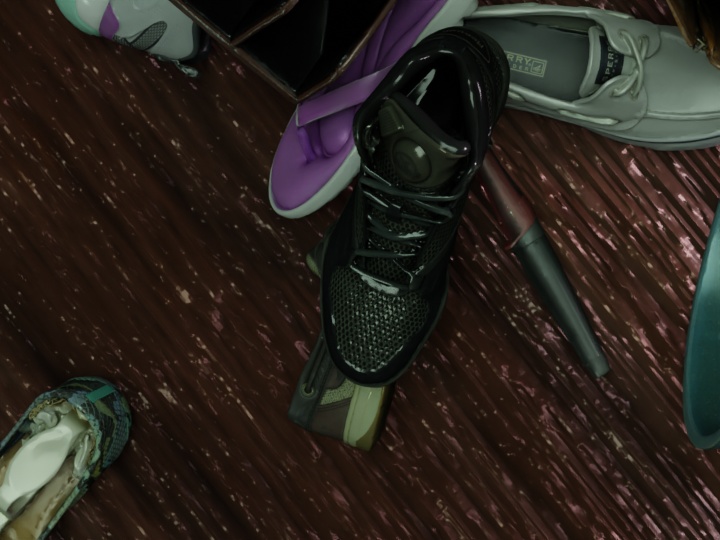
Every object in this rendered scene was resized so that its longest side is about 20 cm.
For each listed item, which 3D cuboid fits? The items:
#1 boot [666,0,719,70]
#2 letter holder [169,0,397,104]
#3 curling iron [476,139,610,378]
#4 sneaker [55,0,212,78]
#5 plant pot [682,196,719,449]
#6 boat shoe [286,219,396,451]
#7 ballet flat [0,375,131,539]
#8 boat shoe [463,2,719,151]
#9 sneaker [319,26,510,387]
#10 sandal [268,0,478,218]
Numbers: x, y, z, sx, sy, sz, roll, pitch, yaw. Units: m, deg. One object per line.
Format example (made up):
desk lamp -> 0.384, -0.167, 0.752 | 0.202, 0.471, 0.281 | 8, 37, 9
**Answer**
boot -> 0.165, -0.186, 0.911 | 0.199, 0.156, 0.077 | 39, 131, -11
letter holder -> 0.005, -0.204, 0.891 | 0.100, 0.142, 0.201 | 38, 73, -14
curling iron -> 0.089, -0.024, 0.987 | 0.025, 0.050, 0.201 | -25, 103, 17
sneaker -> -0.078, -0.210, 1.015 | 0.139, 0.078, 0.201 | 28, 99, 4
plant pot -> 0.292, 0.019, 0.904 | 0.194, 0.200, 0.202 | 14, 90, 0
boat shoe -> 0.000, 0.001, 0.994 | 0.065, 0.072, 0.203 | 11, 94, 2
ballet flat -> -0.214, 0.144, 1.020 | 0.074, 0.074, 0.201 | 36, 93, 7
boat shoe -> 0.138, -0.116, 0.982 | 0.198, 0.066, 0.073 | 15, 90, 8
sneaker -> 0.019, -0.031, 0.901 | 0.076, 0.114, 0.201 | 23, 101, 10
sandal -> -0.002, -0.121, 0.981 | 0.050, 0.083, 0.203 | 25, 112, -33
